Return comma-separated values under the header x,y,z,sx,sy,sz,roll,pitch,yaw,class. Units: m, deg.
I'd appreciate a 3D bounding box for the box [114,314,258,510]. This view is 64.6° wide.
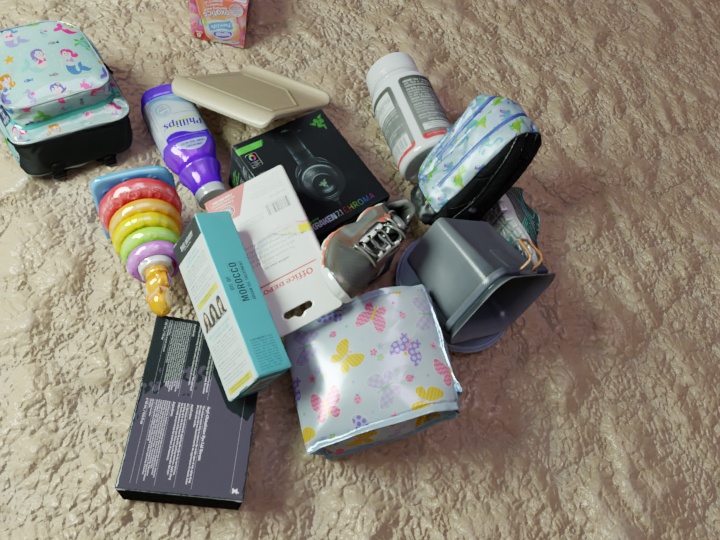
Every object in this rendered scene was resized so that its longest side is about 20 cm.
x,y,z,sx,sy,sz,roll,pitch,yaw,class
-0.196,0.170,0.688,0.137,0.079,0.205,9,60,-10,box

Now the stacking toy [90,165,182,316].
x,y,z,sx,sy,sz,roll,pitch,yaw,class
-0.268,-0.027,0.727,0.107,0.117,0.203,-14,55,-20,stacking toy

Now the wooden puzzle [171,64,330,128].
x,y,z,sx,sy,sz,roll,pitch,yaw,class
-0.168,-0.275,0.907,0.181,0.038,0.200,24,34,16,wooden puzzle

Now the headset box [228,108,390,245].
x,y,z,sx,sy,sz,roll,pitch,yaw,class
-0.084,-0.130,0.873,0.172,0.093,0.202,-30,74,-29,headset box

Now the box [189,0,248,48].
x,y,z,sx,sy,sz,roll,pitch,yaw,class
-0.244,-0.516,1.026,0.100,0.095,0.205,7,61,-13,box

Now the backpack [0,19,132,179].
x,y,z,sx,sy,sz,roll,pitch,yaw,class
-0.437,-0.258,0.807,0.175,0.152,0.202,-24,67,-25,backpack

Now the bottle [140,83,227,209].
x,y,z,sx,sy,sz,roll,pitch,yaw,class
-0.263,-0.188,0.864,0.082,0.066,0.203,-20,70,-27,bottle

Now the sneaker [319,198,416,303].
x,y,z,sx,sy,sz,roll,pitch,yaw,class
0.016,-0.041,0.716,0.078,0.081,0.201,50,38,-14,sneaker

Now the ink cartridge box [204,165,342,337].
x,y,z,sx,sy,sz,roll,pitch,yaw,class
-0.106,-0.015,0.734,0.114,0.068,0.204,-25,74,-2,ink cartridge box

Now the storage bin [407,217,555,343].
x,y,z,sx,sy,sz,roll,pitch,yaw,class
0.167,-0.004,0.796,0.198,0.146,0.135,-3,48,-52,storage bin

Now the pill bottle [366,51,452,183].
x,y,z,sx,sy,sz,roll,pitch,yaw,class
0.087,-0.266,0.986,0.111,0.114,0.204,-11,67,-22,pill bottle

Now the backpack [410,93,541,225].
x,y,z,sx,sy,sz,roll,pitch,yaw,class
0.184,-0.168,0.884,0.161,0.199,0.157,1,63,-46,backpack

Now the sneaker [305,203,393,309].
x,y,z,sx,sy,sz,roll,pitch,yaw,class
0.000,0.000,0.849,0.075,0.085,0.201,38,82,26,sneaker

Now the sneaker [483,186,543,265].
x,y,z,sx,sy,sz,roll,pitch,yaw,class
0.275,-0.067,0.964,0.089,0.078,0.205,-8,67,-25,sneaker

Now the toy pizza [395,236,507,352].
x,y,z,sx,sy,sz,roll,pitch,yaw,class
0.144,0.034,0.893,0.195,0.032,0.205,8,60,-14,toy pizza

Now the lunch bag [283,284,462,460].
x,y,z,sx,sy,sz,roll,pitch,yaw,class
0.018,0.128,0.723,0.195,0.127,0.173,-21,65,8,lunch bag

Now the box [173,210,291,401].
x,y,z,sx,sy,sz,roll,pitch,yaw,class
-0.154,0.040,0.667,0.048,0.082,0.204,-11,70,-43,box
